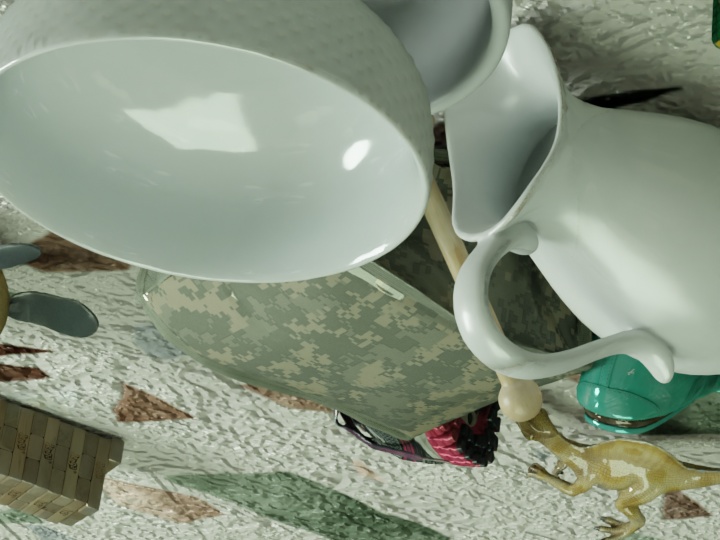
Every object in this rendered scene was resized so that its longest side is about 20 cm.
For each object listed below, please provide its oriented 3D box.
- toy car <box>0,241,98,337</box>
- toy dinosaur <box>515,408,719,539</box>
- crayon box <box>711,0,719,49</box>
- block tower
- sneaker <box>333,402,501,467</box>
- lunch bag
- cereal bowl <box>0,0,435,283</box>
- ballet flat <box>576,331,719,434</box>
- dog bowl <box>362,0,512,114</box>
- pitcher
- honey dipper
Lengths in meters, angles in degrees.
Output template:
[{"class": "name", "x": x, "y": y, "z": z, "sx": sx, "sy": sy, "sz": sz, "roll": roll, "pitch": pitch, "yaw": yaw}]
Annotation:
[{"class": "toy car", "x": -0.260, "y": 0.036, "z": 1.421, "sx": 0.199, "sy": 0.159, "sz": 0.164, "roll": -13, "pitch": 150, "yaw": 13}, {"class": "toy dinosaur", "x": 0.180, "y": 0.131, "z": 1.556, "sx": 0.199, "sy": 0.059, "sz": 0.101, "roll": 11, "pitch": 151, "yaw": -5}, {"class": "crayon box", "x": 0.270, "y": -0.114, "z": 1.072, "sx": 0.199, "sy": 0.059, "sz": 0.119, "roll": 19, "pitch": 151, "yaw": -20}, {"class": "block tower", "x": -0.262, "y": 0.117, "z": 1.653, "sx": 0.199, "sy": 0.058, "sz": 0.054, "roll": 20, "pitch": 151, "yaw": -24}, {"class": "sneaker", "x": 0.010, "y": 0.072, "z": 1.468, "sx": 0.074, "sy": 0.081, "sz": 0.200, "roll": -7, "pitch": 149, "yaw": 30}, {"class": "lunch bag", "x": 0.000, "y": 0.000, "z": 1.298, "sx": 0.199, "sy": 0.118, "sz": 0.164, "roll": 21, "pitch": 151, "yaw": -31}, {"class": "cereal bowl", "x": -0.064, "y": -0.077, "z": 1.038, "sx": 0.199, "sy": 0.084, "sz": 0.200, "roll": 6, "pitch": 152, "yaw": 3}, {"class": "ballet flat", "x": 0.181, "y": 0.039, "z": 1.347, "sx": 0.067, "sy": 0.071, "sz": 0.200, "roll": 16, "pitch": -165, "yaw": 27}, {"class": "dog bowl", "x": -0.030, "y": -0.146, "z": 1.074, "sx": 0.199, "sy": 0.079, "sz": 0.200, "roll": 6, "pitch": 152, "yaw": 3}, {"class": "pitcher", "x": 0.130, "y": -0.004, "z": 1.195, "sx": 0.199, "sy": 0.173, "sz": 0.121, "roll": 27, "pitch": 152, "yaw": -30}, {"class": "honey dipper", "x": 0.042, "y": -0.016, "z": 1.210, "sx": 0.038, "sy": 0.038, "sz": 0.201, "roll": -17, "pitch": 101, "yaw": 39}]
